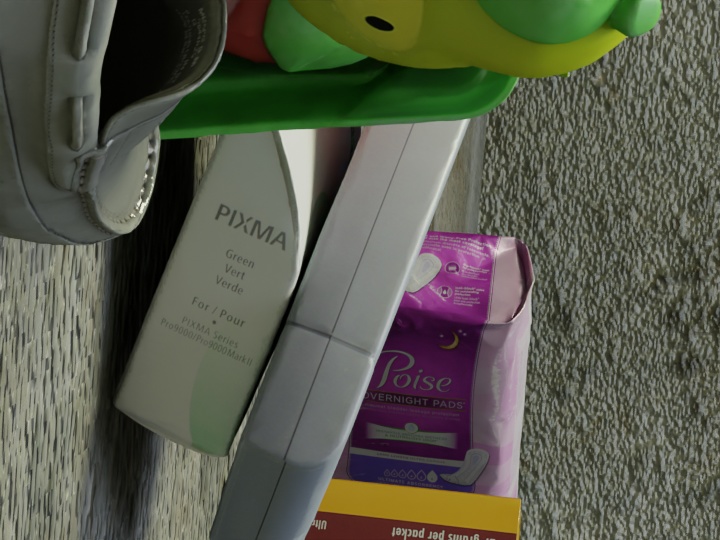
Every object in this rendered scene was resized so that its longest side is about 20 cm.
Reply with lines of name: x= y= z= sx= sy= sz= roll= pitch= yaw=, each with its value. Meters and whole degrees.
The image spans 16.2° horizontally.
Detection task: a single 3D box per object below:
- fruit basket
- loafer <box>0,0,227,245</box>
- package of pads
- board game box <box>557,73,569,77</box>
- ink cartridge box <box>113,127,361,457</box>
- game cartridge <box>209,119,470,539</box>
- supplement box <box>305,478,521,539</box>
fruit basket: x=-0.009 y=-0.114 z=0.658 sx=0.216 sy=0.155 sz=0.217 roll=176 pitch=-90 yaw=-85
loafer: x=-0.065 y=-0.051 z=0.590 sx=0.200 sy=0.069 sz=0.070 roll=74 pitch=22 yaw=-74
package of pads: x=0.034 y=0.071 z=1.440 sx=0.076 sy=0.120 sz=0.201 roll=-78 pitch=172 yaw=-48
board game box: x=0.038 y=-0.180 z=1.181 sx=0.201 sy=0.134 sz=0.045 roll=87 pitch=9 yaw=-51
ink cartridge box: x=-0.019 y=-0.054 z=0.886 sx=0.161 sy=0.050 sz=0.201 roll=-67 pitch=-178 yaw=-71
game cartridge: x=0.000 y=0.000 z=0.897 sx=0.133 sy=0.041 sz=0.201 roll=120 pitch=-7 yaw=-63
supplement box: x=-0.002 y=0.227 z=1.160 sx=0.200 sy=0.132 sz=0.198 roll=86 pitch=11 yaw=-60
